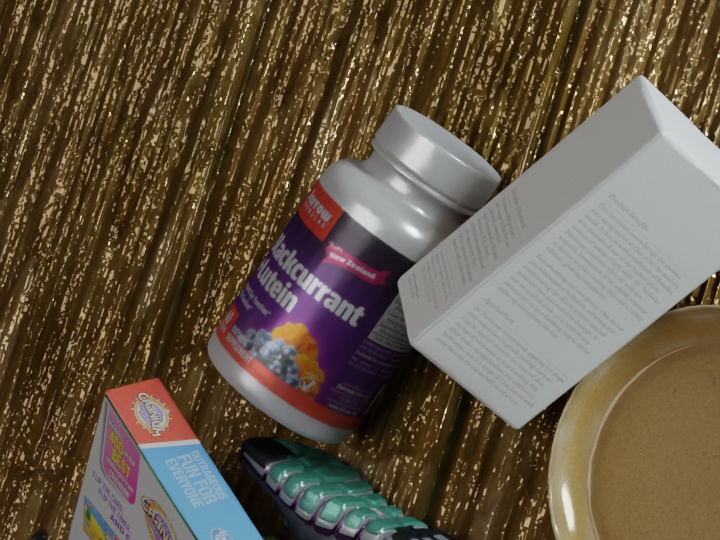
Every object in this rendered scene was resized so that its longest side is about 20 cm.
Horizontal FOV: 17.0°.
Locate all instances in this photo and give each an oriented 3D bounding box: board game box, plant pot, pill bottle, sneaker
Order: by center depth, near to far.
[{"bbox_3d":[0.202,0.121,1.413,0.199,0.027,0.201,-9,74,33],"label":"plant pot"},{"bbox_3d":[-0.016,0.179,1.524,0.200,0.074,0.088,31,107,39],"label":"sneaker"},{"bbox_3d":[0.000,0.000,1.530,0.111,0.111,0.200,42,103,34],"label":"pill bottle"},{"bbox_3d":[-0.131,0.193,1.554,0.153,0.040,0.201,54,143,31],"label":"board game box"}]

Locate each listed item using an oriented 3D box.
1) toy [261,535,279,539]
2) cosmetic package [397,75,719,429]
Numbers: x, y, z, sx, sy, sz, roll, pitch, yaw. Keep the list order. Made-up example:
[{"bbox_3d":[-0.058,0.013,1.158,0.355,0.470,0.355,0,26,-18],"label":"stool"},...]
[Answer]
[{"bbox_3d":[-0.055,0.211,1.531,0.200,0.047,0.116,27,128,54],"label":"toy"},{"bbox_3d":[0.129,-0.009,1.438,0.200,0.101,0.071,-40,30,19],"label":"cosmetic package"}]
